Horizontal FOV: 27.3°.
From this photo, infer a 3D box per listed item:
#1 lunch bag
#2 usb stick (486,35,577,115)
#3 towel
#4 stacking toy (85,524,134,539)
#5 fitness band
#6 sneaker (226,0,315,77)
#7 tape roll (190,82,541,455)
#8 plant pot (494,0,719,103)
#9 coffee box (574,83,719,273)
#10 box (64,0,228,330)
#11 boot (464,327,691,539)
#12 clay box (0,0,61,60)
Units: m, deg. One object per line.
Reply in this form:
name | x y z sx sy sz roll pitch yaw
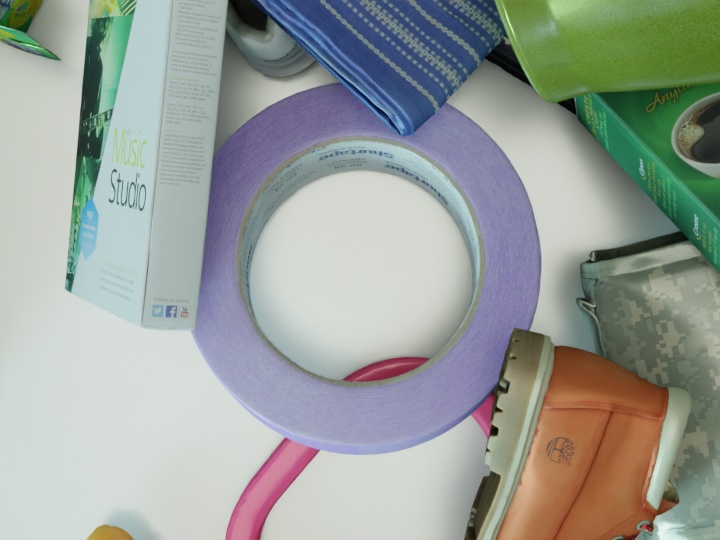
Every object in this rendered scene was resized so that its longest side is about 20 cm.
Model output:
lunch bag | 0.225 0.051 0.824 0.198 0.118 0.166 -13 92 -4
usb stick | 0.121 -0.126 0.863 0.199 0.033 0.056 32 89 0
towel | 0.028 -0.179 0.819 0.145 0.024 0.200 42 60 -1
stacking toy | -0.131 0.246 0.847 0.115 0.110 0.202 -11 80 -6
fitness band | 0.010 0.145 0.869 0.143 0.037 0.200 41 90 2
sneaker | -0.080 -0.206 0.836 0.074 0.087 0.201 -31 89 7
tape roll | 0.000 0.000 0.831 0.198 0.066 0.202 0 79 0
plant pot | 0.161 -0.176 0.740 0.191 0.200 0.202 -17 91 17
coffee box | 0.213 -0.063 0.774 0.122 0.044 0.200 -30 51 -9
box | -0.119 -0.077 0.807 0.036 0.144 0.202 5 94 -28
boot | 0.108 0.134 0.781 0.106 0.075 0.202 13 120 2
clay box | -0.258 -0.180 0.825 0.198 0.115 0.048 24 90 -1
